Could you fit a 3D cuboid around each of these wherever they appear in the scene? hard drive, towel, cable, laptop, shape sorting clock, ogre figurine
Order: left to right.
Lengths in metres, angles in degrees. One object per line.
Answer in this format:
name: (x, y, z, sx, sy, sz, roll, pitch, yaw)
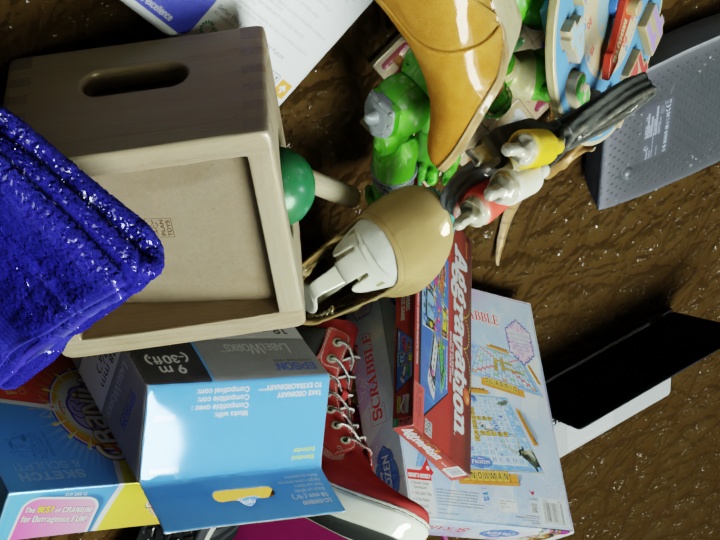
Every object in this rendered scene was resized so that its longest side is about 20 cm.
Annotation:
towel: (-0.213, -0.003, 0.803, 0.147, 0.050, 0.199, 39, 137, -18)
ogre figurine: (0.066, -0.131, 0.978, 0.198, 0.099, 0.120, -29, 158, 10)
cable: (0.125, -0.072, 0.929, 0.199, 0.051, 0.097, -20, 156, -43)
shape sorting clock: (0.177, -0.187, 1.000, 0.200, 0.039, 0.203, -42, 140, -49)
laptop: (0.248, 0.128, 1.336, 0.185, 0.116, 0.202, -26, 138, -15)
hard drive: (0.268, -0.140, 1.168, 0.198, 0.042, 0.136, -24, 137, -18)

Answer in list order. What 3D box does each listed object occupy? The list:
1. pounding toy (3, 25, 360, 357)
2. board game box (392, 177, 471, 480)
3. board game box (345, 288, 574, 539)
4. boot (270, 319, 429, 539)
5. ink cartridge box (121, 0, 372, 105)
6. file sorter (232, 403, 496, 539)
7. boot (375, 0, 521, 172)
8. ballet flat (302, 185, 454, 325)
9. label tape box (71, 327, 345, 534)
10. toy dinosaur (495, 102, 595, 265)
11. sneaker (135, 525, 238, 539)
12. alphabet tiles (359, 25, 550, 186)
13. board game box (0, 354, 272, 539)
pounding toy: (-0.100, -0.053, 0.892, 0.197, 0.143, 0.186, -8, 135, 0)
board game box: (0.056, 0.043, 1.069, 0.019, 0.203, 0.103, -12, 148, 23)
board game box: (0.078, 0.109, 1.134, 0.041, 0.202, 0.198, -26, 151, 38)
boot: (-0.011, 0.109, 1.031, 0.145, 0.198, 0.073, -58, 141, -16)
ink cartridge box: (-0.053, -0.218, 0.854, 0.200, 0.047, 0.197, -48, 138, 7)
file sorter: (-0.006, 0.226, 1.176, 0.124, 0.140, 0.200, 10, 135, -44)
boot: (0.030, -0.164, 0.850, 0.142, 0.071, 0.203, 23, 131, 1)
ballet flat: (0.000, 0.000, 1.001, 0.063, 0.069, 0.200, -28, 175, -29)
label tape box: (-0.100, 0.075, 0.956, 0.143, 0.200, 0.064, 0, 126, -37)
toy dinosaur: (0.122, -0.078, 1.101, 0.106, 0.061, 0.200, -36, 163, 2)
sneaker: (-0.125, 0.182, 1.155, 0.201, 0.071, 0.083, -57, 164, 18)
alphabet tiles: (0.095, -0.153, 1.051, 0.200, 0.006, 0.166, -44, 140, 4)
board game box: (-0.174, 0.107, 0.966, 0.198, 0.153, 0.041, 1, 125, -38)
